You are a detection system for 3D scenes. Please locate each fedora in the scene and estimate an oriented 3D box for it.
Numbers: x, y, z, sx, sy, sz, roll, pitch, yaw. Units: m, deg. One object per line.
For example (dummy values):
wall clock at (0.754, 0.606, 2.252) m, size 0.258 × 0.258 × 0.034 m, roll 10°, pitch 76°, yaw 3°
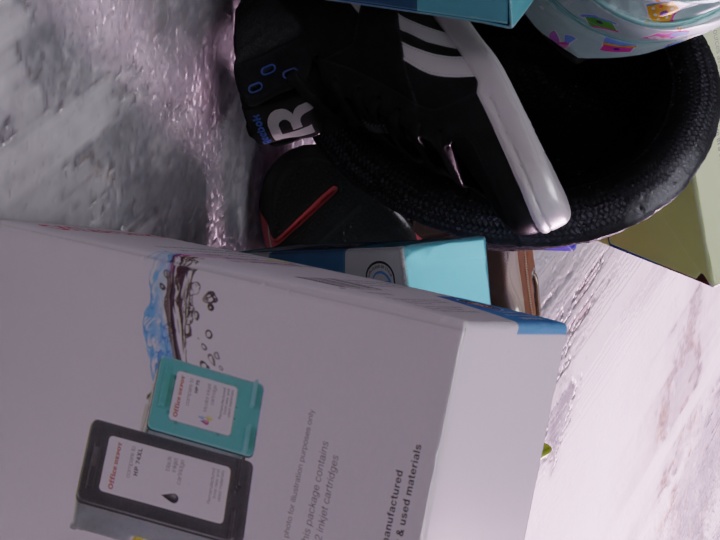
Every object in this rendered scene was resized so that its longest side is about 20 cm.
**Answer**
fedora at (0.073, -0.069, 1.180) m, size 0.092 × 0.200 × 0.201 m, roll 82°, pitch 26°, yaw -56°

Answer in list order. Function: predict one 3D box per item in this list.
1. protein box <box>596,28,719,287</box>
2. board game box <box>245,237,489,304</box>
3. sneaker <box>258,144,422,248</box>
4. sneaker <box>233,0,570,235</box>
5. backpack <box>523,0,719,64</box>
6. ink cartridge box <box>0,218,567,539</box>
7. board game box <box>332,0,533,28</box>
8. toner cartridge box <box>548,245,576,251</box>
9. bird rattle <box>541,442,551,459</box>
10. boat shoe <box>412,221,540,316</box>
protein box at (0.205, -0.132, 1.300) m, size 0.199 × 0.135 × 0.199 m, roll -25°, pitch 117°, yaw -24°
board game box at (0.004, 0.089, 1.108) m, size 0.047 × 0.151 × 0.201 m, roll -7°, pitch 93°, yaw -33°
sneaker at (0.000, 0.000, 1.253) m, size 0.074 × 0.087 × 0.200 m, roll -36°, pitch 130°, yaw 3°
sneaker at (0.009, -0.069, 1.092) m, size 0.200 × 0.112 × 0.073 m, roll 62°, pitch 2°, yaw 38°
backpack at (0.150, -0.185, 1.108) m, size 0.200 × 0.167 × 0.127 m, roll -33°, pitch 176°, yaw -23°
ink cartridge box at (-0.043, 0.070, 0.970) m, size 0.147 × 0.199 × 0.147 m, roll 5°, pitch 97°, yaw -70°
board game box at (0.000, -0.210, 1.018) m, size 0.047 × 0.150 × 0.201 m, roll -53°, pitch 147°, yaw -51°
toner cartridge box at (0.065, -0.097, 1.321) m, size 0.200 × 0.043 × 0.095 m, roll 42°, pitch 59°, yaw -46°
bird rattle at (0.012, 0.144, 1.315) m, size 0.200 × 0.112 × 0.164 m, roll -48°, pitch 160°, yaw -50°
boat shoe at (0.077, 0.022, 1.457) m, size 0.072 × 0.075 × 0.201 m, roll -58°, pitch 153°, yaw -49°
